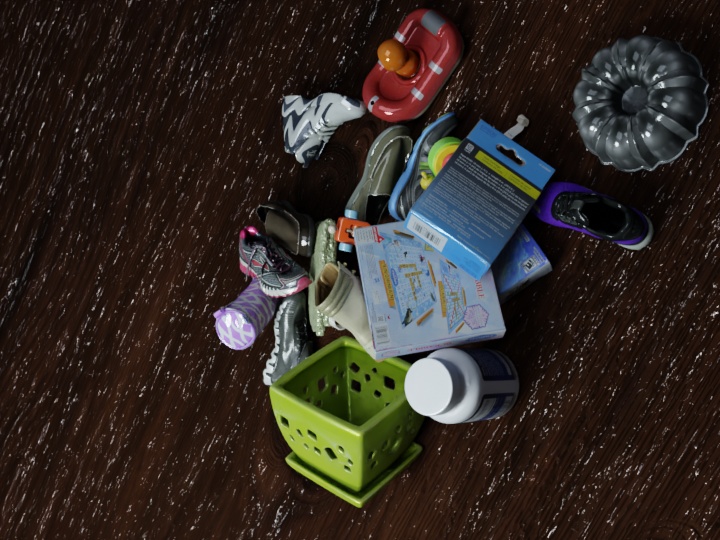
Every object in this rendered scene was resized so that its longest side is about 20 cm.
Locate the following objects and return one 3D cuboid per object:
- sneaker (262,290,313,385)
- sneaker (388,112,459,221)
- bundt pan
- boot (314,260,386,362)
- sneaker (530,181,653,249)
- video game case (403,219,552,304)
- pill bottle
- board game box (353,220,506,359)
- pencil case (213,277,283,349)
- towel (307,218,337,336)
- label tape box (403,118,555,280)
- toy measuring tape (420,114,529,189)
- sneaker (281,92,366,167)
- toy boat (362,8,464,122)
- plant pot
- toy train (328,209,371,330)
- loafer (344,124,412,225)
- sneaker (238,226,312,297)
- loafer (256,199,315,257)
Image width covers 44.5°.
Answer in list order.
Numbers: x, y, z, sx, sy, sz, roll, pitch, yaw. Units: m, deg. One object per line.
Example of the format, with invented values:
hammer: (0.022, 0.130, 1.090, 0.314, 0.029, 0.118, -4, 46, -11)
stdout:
sneaker: (-0.117, 0.135, 1.612, 0.090, 0.066, 0.203, 25, 111, 27)
sneaker: (0.119, -0.170, 1.484, 0.082, 0.071, 0.202, 27, 99, 12)
bundt pan: (0.396, -0.248, 1.279, 0.200, 0.075, 0.205, -3, 84, 35)
boot: (0.008, 0.028, 1.407, 0.073, 0.155, 0.201, -32, 27, 41)
sneaker: (0.326, -0.092, 1.297, 0.198, 0.099, 0.070, 21, 96, 34)
video game case: (0.174, -0.034, 1.400, 0.180, 0.045, 0.201, -35, 65, 6)
pill bottle: (0.152, 0.174, 1.336, 0.110, 0.199, 0.113, -4, 83, 34)
board game box: (0.101, 0.018, 1.331, 0.196, 0.041, 0.203, -9, 69, -2)
pencil case: (-0.196, 0.064, 1.598, 0.085, 0.200, 0.084, 43, 118, -5)
towel: (-0.069, 0.011, 1.560, 0.148, 0.036, 0.203, -177, 91, -80)
label tape box: (0.179, -0.107, 1.322, 0.143, 0.063, 0.201, 35, 66, 7)
toy measuring tape: (0.173, -0.200, 1.405, 0.199, 0.074, 0.074, -37, 65, 7)
sneaker: (-0.072, -0.252, 1.613, 0.197, 0.079, 0.132, 8, 91, 36)
toy boat: (0.073, -0.350, 1.486, 0.131, 0.130, 0.201, 46, 111, 30)
plant pot: (-0.012, 0.252, 1.439, 0.197, 0.199, 0.184, 20, 126, 35)
toy train: (0.000, 0.000, 1.512, 0.056, 0.148, 0.203, -162, 78, -67)
loafer: (0.043, -0.153, 1.521, 0.070, 0.074, 0.202, 49, 123, 43)
sneaker: (-0.161, -0.013, 1.573, 0.199, 0.080, 0.076, 28, 133, 43)
loafer: (-0.140, -0.075, 1.607, 0.200, 0.070, 0.074, -142, 55, -59)
